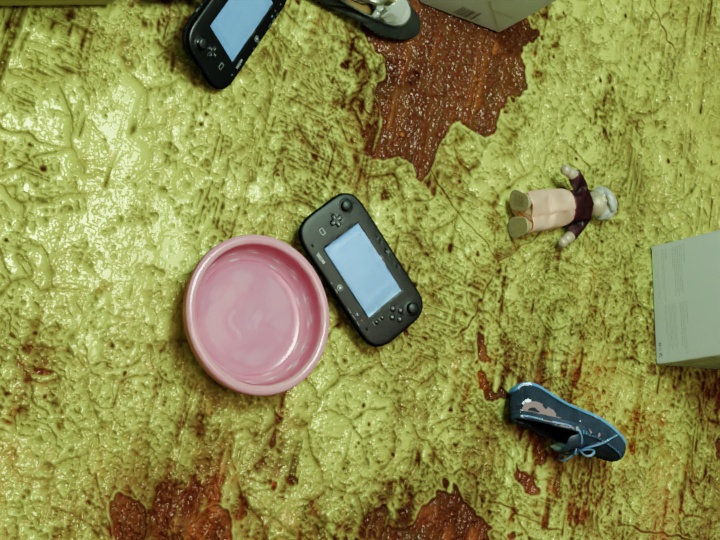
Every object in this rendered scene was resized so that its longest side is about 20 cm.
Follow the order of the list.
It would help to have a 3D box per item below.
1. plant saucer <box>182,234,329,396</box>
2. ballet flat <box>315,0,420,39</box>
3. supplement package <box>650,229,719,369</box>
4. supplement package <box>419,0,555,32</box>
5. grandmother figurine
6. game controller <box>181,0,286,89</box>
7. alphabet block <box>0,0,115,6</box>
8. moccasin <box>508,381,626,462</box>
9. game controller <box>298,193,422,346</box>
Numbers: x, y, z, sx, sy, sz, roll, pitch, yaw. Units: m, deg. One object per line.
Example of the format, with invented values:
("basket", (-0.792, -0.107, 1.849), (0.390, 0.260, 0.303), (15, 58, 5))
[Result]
("plant saucer", (-0.136, 0.058, 1.541), (0.199, 0.051, 0.203), (6, 78, -31))
("ballet flat", (0.014, -0.375, 1.707), (0.198, 0.068, 0.069), (15, 73, -29))
("supplement package", (0.573, 0.045, 1.892), (0.146, 0.199, 0.193), (5, 78, -30))
("supplement package", (0.195, -0.485, 1.791), (0.151, 0.150, 0.202), (14, 74, -28))
("grandmother figurine", (0.311, -0.098, 1.847), (0.198, 0.060, 0.123), (-5, 110, -35))
("game controller", (-0.160, -0.333, 1.594), (0.104, 0.042, 0.201), (51, 58, -37))
("alphabet block", (-0.363, -0.424, 1.409), (0.198, 0.196, 0.197), (-7, 83, -32))
("moccasin", (0.290, 0.235, 1.759), (0.199, 0.081, 0.069), (26, 53, -11))
("game controller", (0.000, 0.000, 1.632), (0.104, 0.042, 0.201), (-39, 101, -31))
